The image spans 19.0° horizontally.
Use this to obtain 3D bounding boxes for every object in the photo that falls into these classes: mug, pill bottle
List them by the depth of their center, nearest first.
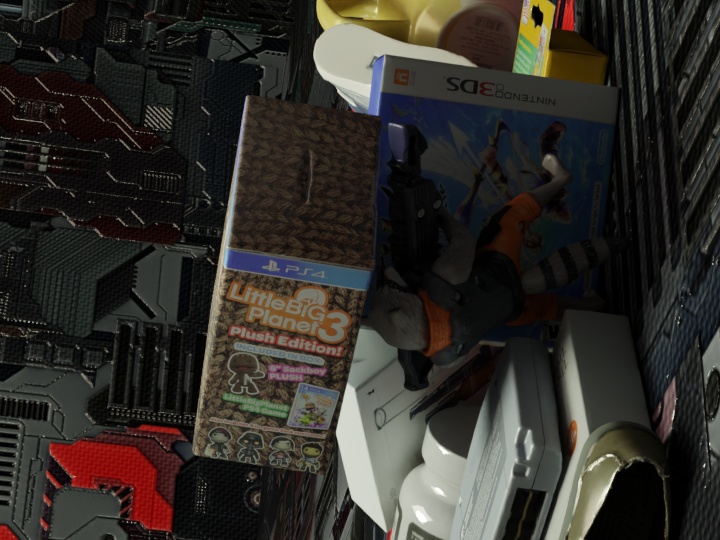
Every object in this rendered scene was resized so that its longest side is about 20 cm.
[{"bbox_3d":[0.080,0.215,1.662,0.116,0.115,0.201,-100,19,-65],"label":"pill bottle"},{"bbox_3d":[0.073,-0.217,1.937,0.150,0.186,0.153,60,-178,-29],"label":"mug"}]

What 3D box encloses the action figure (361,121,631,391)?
[{"bbox_3d":[0.081,-0.012,1.477,0.104,0.193,0.201,25,134,48],"label":"action figure"}]

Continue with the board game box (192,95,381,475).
[{"bbox_3d":[-0.051,0.011,1.483,0.160,0.096,0.201,-87,7,-48],"label":"board game box"}]

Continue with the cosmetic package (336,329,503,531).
[{"bbox_3d":[0.051,0.096,1.687,0.052,0.150,0.201,43,159,34],"label":"cosmetic package"}]

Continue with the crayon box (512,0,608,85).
[{"bbox_3d":[0.148,-0.115,1.692,0.126,0.051,0.201,-111,28,-74],"label":"crayon box"}]

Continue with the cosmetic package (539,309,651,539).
[{"bbox_3d":[0.147,0.152,1.470,0.151,0.051,0.201,-97,16,-53],"label":"cosmetic package"}]

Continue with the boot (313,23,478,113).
[{"bbox_3d":[0.054,-0.146,1.833,0.073,0.200,0.090,-53,-34,-9],"label":"boot"}]

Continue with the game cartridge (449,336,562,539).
[{"bbox_3d":[0.100,0.153,1.498,0.134,0.040,0.201,-97,16,-51],"label":"game cartridge"}]

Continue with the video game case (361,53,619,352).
[{"bbox_3d":[0.089,-0.047,1.579,0.045,0.180,0.201,171,106,-81],"label":"video game case"}]

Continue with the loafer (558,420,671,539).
[{"bbox_3d":[0.149,0.194,1.317,0.070,0.075,0.201,-158,75,-86],"label":"loafer"}]
